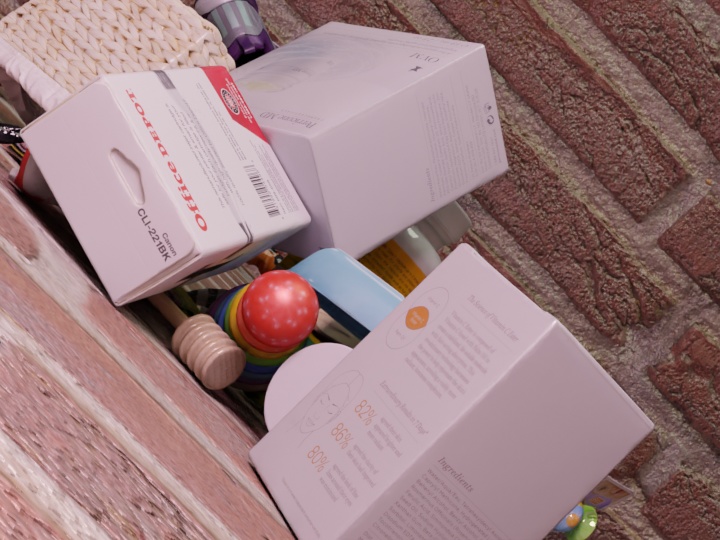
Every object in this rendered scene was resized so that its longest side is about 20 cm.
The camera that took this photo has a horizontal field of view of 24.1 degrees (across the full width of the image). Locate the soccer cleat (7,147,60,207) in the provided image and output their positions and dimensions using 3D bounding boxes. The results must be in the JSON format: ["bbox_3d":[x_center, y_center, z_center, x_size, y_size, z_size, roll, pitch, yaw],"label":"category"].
[{"bbox_3d":[-0.200,-0.072,1.291,0.085,0.069,0.200,27,3,10],"label":"soccer cleat"}]

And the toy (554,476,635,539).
[{"bbox_3d":[0.128,0.181,1.411,0.200,0.115,0.047,33,41,-36],"label":"toy"}]

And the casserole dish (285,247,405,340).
[{"bbox_3d":[0.030,0.047,1.224,0.200,0.039,0.121,36,-7,23],"label":"casserole dish"}]

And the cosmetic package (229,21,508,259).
[{"bbox_3d":[-0.022,-0.112,1.415,0.199,0.200,0.123,17,-50,46],"label":"cosmetic package"}]

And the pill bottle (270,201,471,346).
[{"bbox_3d":[0.000,0.000,1.501,0.113,0.200,0.113,44,-4,4],"label":"pill bottle"}]

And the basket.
[{"bbox_3d":[-0.205,-0.151,1.520,0.200,0.161,0.198,41,-14,38],"label":"basket"}]

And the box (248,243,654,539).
[{"bbox_3d":[0.051,0.106,1.044,0.106,0.200,0.152,46,0,-26],"label":"box"}]

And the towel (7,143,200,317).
[{"bbox_3d":[-0.214,-0.034,1.425,0.200,0.023,0.144,46,-1,9],"label":"towel"}]

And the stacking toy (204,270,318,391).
[{"bbox_3d":[-0.071,0.039,1.242,0.085,0.085,0.200,46,-12,1],"label":"stacking toy"}]

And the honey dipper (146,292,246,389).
[{"bbox_3d":[-0.155,0.017,1.254,0.200,0.038,0.038,42,-3,36],"label":"honey dipper"}]

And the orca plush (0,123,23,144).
[{"bbox_3d":[-0.273,-0.135,1.164,0.105,0.071,0.200,46,-1,24],"label":"orca plush"}]

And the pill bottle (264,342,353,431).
[{"bbox_3d":[0.008,0.127,1.233,0.112,0.112,0.200,45,0,33],"label":"pill bottle"}]

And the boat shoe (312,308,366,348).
[{"bbox_3d":[0.056,0.068,1.318,0.200,0.065,0.071,30,-11,12],"label":"boat shoe"}]

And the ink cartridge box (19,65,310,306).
[{"bbox_3d":[-0.137,-0.067,1.232,0.144,0.084,0.200,61,21,3],"label":"ink cartridge box"}]

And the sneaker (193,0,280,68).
[{"bbox_3d":[-0.102,-0.180,1.560,0.200,0.074,0.088,61,4,-64],"label":"sneaker"}]

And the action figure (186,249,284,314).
[{"bbox_3d":[-0.072,0.061,1.611,0.193,0.200,0.105,28,36,13],"label":"action figure"}]

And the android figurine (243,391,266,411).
[{"bbox_3d":[-0.046,0.128,1.473,0.200,0.041,0.182,44,0,-39],"label":"android figurine"}]
